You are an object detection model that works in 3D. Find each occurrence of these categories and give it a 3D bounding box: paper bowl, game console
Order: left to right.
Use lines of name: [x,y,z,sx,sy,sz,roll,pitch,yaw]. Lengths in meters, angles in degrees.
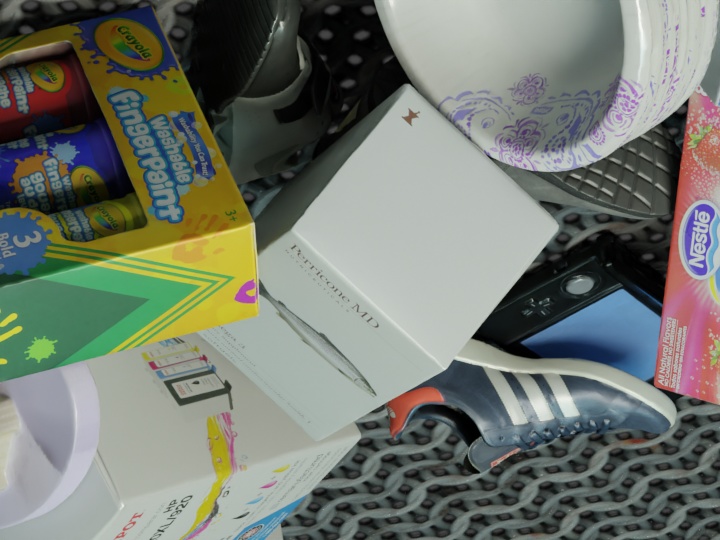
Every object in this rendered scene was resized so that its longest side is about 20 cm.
paper bowl: [0.105,-0.162,1.458,0.104,0.201,0.201,-30,158,-35]
game console: [0.204,0.071,1.863,0.175,0.117,0.200,-29,141,24]

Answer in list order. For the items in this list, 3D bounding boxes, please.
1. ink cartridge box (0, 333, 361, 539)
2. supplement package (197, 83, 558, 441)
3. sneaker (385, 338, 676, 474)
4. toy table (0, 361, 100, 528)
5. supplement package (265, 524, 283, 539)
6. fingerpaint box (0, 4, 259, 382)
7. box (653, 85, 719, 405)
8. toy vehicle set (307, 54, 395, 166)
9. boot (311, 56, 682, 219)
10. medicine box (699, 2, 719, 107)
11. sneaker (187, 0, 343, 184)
ink cartridge box: [-0.137,0.103,1.738,0.199,0.145,0.147,-13,155,-42]
supplement package: [0.000,0.000,1.545,0.117,0.117,0.200,43,154,-6]
sneaker: [0.112,0.102,1.862,0.199,0.085,0.075,11,162,3]
toy table: [-0.256,0.103,1.630,0.117,0.184,0.200,-16,165,-43]
supplement package: [-0.153,0.206,1.886,0.151,0.201,0.151,19,135,-35]
fingerpaint box: [-0.163,-0.045,1.500,0.166,0.200,0.074,-14,135,-12]
box: [0.238,-0.027,1.583,0.095,0.100,0.201,15,115,23]
toy vehicle set: [0.029,-0.052,1.723,0.124,0.027,0.200,12,139,-28]
boot: [0.081,-0.065,1.609,0.199,0.070,0.132,19,157,-9]
medicine box: [0.280,-0.190,1.475,0.199,0.103,0.183,-4,126,-17]
sneaker: [-0.049,-0.115,1.582,0.088,0.074,0.200,-6,156,-18]
